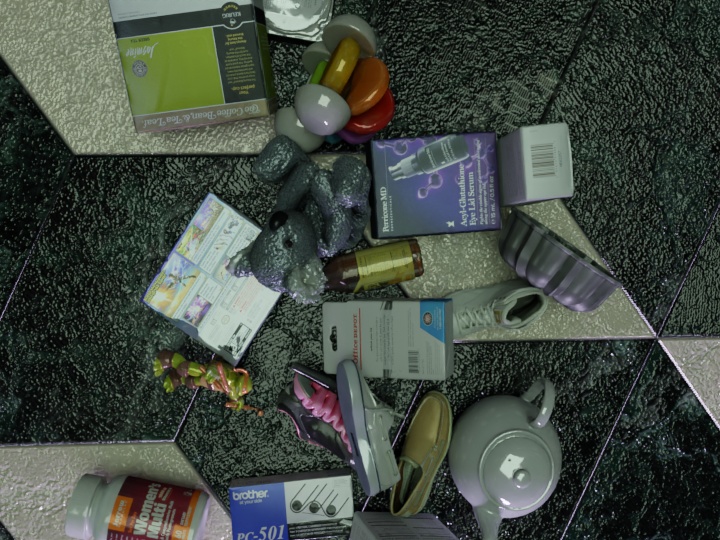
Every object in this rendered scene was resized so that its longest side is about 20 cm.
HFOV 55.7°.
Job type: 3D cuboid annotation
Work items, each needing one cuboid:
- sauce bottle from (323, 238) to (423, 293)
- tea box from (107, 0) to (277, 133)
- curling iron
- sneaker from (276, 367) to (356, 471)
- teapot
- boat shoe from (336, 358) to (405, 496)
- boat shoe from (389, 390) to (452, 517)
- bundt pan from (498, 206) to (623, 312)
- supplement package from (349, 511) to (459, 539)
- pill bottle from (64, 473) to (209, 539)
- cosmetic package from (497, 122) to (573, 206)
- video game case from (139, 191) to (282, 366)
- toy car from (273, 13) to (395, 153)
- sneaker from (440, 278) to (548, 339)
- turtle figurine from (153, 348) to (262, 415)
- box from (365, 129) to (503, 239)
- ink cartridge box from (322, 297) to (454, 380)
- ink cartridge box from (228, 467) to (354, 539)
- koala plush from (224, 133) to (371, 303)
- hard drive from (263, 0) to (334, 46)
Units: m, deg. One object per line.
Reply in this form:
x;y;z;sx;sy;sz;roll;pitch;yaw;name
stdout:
0.000;0.000;1.071;0.195;0.066;0.068;-12;93;0;sauce bottle
-0.234;-0.314;0.985;0.195;0.134;0.202;-6;106;0;tea box
-0.025;0.179;1.061;0.197;0.026;0.050;28;131;-22;curling iron
-0.056;0.251;1.083;0.095;0.079;0.201;-37;98;26;sneaker
0.233;0.293;1.055;0.193;0.146;0.204;-21;93;-2;teapot
0.024;0.225;1.018;0.084;0.074;0.207;-15;91;-20;boat shoe
0.092;0.291;1.071;0.070;0.076;0.205;13;91;31;boat shoe
0.290;-0.009;1.026;0.199;0.202;0.077;32;105;-4;bundt pan
0.078;0.475;1.009;0.147;0.199;0.156;9;92;-22;supplement package
-0.338;0.378;1.044;0.195;0.110;0.112;13;92;-4;pill bottle
0.243;-0.149;1.008;0.072;0.200;0.105;-5;93;-3;cosmetic package
-0.214;0.013;1.067;0.180;0.045;0.202;34;90;-6;video game case
-0.026;-0.253;1.002;0.148;0.199;0.178;28;70;-20;toy car
0.192;0.064;1.058;0.196;0.116;0.075;-21;95;-1;sneaker
-0.228;0.158;1.028;0.157;0.201;0.066;9;65;14;turtle figurine
0.109;-0.128;1.050;0.195;0.104;0.152;-6;93;-3;box
0.043;0.103;1.056;0.195;0.068;0.119;0;92;20;ink cartridge box
-0.108;0.378;1.089;0.194;0.044;0.097;-5;91;-3;ink cartridge box
-0.088;-0.049;0.977;0.174;0.186;0.202;18;59;21;koala plush
-0.135;-0.433;1.057;0.195;0.038;0.144;9;92;-3;hard drive
